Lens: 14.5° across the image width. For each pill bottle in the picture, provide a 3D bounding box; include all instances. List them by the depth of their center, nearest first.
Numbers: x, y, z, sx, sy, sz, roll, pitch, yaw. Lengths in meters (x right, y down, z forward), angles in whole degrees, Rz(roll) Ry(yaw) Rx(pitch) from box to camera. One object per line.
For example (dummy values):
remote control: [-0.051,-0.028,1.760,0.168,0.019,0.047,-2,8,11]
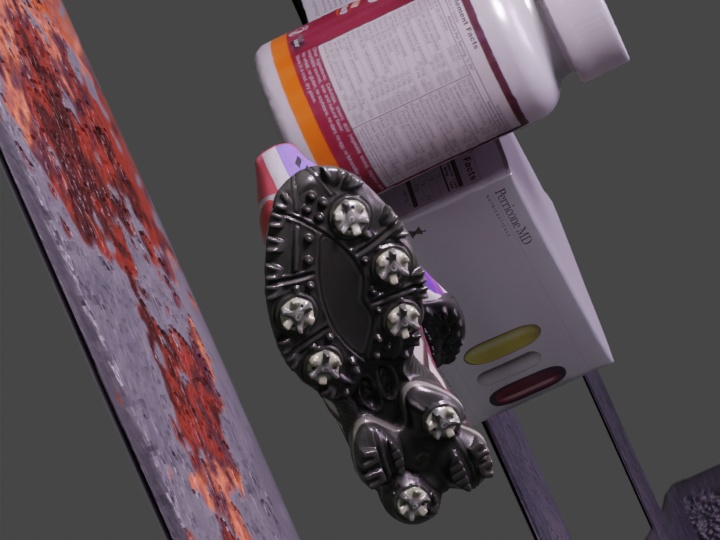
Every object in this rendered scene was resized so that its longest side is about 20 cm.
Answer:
pill bottle: [0.048,-0.121,1.650,0.110,0.199,0.110,65,7,0]

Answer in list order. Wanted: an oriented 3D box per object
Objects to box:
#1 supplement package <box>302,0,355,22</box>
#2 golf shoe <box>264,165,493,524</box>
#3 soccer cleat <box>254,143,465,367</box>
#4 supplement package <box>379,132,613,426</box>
supplement package: [0.019,-0.213,2.019,0.156,0.111,0.200,56,13,-48]
golf shoe: [-0.005,0.030,1.364,0.088,0.077,0.201,54,-13,58]
soccer cleat: [0.000,0.000,1.469,0.073,0.068,0.200,65,9,29]
supplement package: [0.062,-0.029,1.801,0.200,0.111,0.156,57,11,-45]
